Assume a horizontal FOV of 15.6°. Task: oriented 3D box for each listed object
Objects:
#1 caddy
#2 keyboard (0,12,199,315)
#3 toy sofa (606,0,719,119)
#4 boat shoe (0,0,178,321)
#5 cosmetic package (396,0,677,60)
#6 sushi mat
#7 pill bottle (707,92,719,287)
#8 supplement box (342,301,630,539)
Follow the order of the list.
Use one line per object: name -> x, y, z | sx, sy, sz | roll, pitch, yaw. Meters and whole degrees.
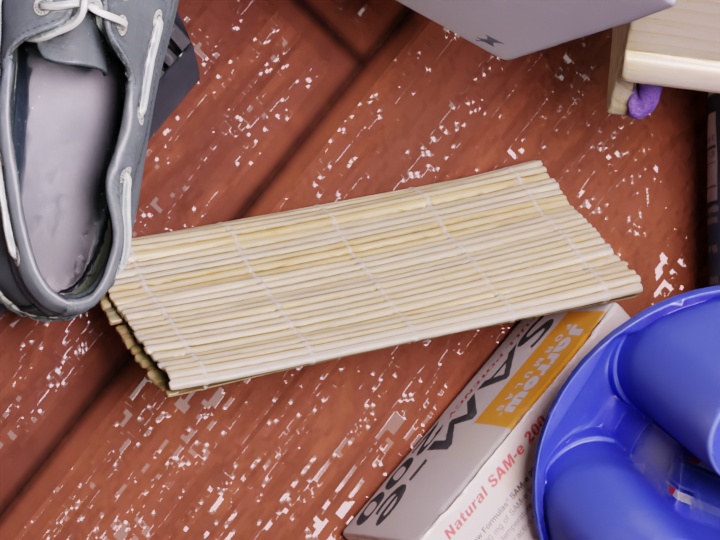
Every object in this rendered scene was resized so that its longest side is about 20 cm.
caddy -> 0.160, 0.091, 0.961 | 0.199, 0.105, 0.142 | 26, 100, -20
keyboard -> -0.150, -0.049, 0.945 | 0.127, 0.021, 0.200 | 48, 69, -26
toy sofa -> 0.145, -0.152, 1.005 | 0.082, 0.098, 0.201 | 7, 55, 1
boat shoe -> -0.095, -0.080, 0.921 | 0.072, 0.062, 0.201 | 8, 95, -20
cosmetic package -> 0.030, -0.210, 0.898 | 0.199, 0.123, 0.201 | 26, 76, -22
sushi mat -> 0.000, 0.000, 0.986 | 0.199, 0.096, 0.012 | -11, 129, -25
pill bottle -> 0.199, -0.041, 1.056 | 0.119, 0.119, 0.201 | 2, 87, -24
supplement box -> 0.108, 0.126, 1.031 | 0.200, 0.073, 0.126 | 48, 71, -15
